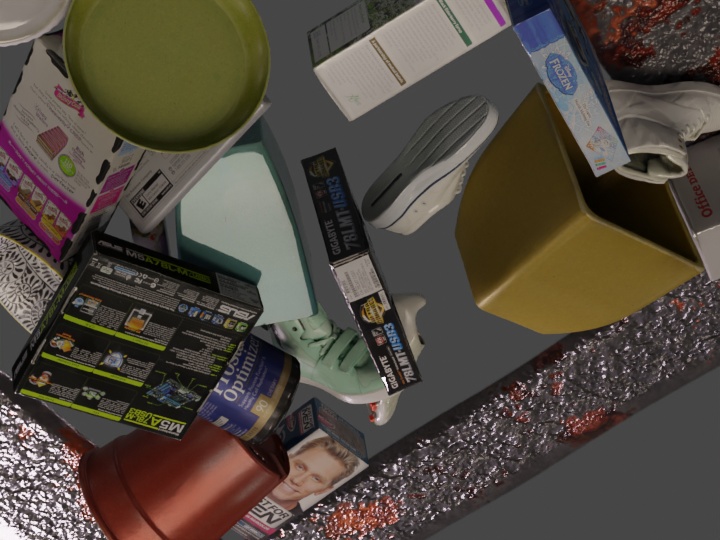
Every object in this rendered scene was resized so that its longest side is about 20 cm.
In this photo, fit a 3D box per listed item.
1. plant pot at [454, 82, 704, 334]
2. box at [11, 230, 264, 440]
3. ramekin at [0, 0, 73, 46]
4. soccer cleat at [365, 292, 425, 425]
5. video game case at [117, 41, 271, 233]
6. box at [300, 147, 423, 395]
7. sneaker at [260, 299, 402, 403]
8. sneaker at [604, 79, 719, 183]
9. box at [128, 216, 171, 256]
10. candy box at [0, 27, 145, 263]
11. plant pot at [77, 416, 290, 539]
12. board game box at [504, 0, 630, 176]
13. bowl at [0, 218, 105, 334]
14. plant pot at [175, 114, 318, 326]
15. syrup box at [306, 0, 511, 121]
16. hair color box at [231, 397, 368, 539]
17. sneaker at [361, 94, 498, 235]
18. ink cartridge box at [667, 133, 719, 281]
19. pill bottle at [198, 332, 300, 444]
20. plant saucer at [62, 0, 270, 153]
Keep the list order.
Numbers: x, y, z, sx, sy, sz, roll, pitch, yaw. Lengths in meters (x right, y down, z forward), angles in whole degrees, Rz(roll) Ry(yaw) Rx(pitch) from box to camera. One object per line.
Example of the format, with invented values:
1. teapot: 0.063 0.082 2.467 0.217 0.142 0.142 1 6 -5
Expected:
1. plant pot: 0.214 -0.043 1.603 0.193 0.196 0.200 21 130 -35
2. box: -0.230 0.072 1.521 0.199 0.048 0.194 19 120 -28
3. ramekin: -0.346 -0.305 1.374 0.198 0.105 0.201 -4 129 -5
4. soccer cleat: 0.041 0.111 1.787 0.077 0.069 0.201 -13 133 -20
5. video game case: -0.212 -0.169 1.486 0.200 0.022 0.183 -43 82 24
6. box: 0.000 0.000 1.605 0.049 0.201 0.199 -20 129 1
7. sneaker: -0.033 0.083 1.698 0.199 0.074 0.119 8 134 36
8. sneaker: 0.335 -0.141 1.577 0.199 0.116 0.074 -3 144 -25
9. box: -0.235 -0.037 1.644 0.038 0.042 0.201 -6 130 -4
10. candy box: -0.293 -0.125 1.476 0.136 0.061 0.200 46 131 11
11. plant pot: -0.203 0.245 1.788 0.195 0.201 0.201 -37 125 10
12. board game box: 0.195 -0.227 1.454 0.043 0.201 0.199 -24 128 16
13. bowl: -0.319 0.005 1.609 0.200 0.094 0.201 30 149 20
14. plant pot: -0.133 -0.060 1.584 0.140 0.142 0.201 -9 119 -1
15. syrup box: 0.050 -0.247 1.495 0.199 0.079 0.082 -29 126 14
16. hair color box: -0.097 0.259 1.886 0.200 0.061 0.100 -38 124 20
17. sneaker: 0.086 -0.115 1.620 0.071 0.073 0.200 20 130 -41
18. ink cartridge box: 0.452 -0.094 1.633 0.199 0.145 0.084 -22 129 10
19. pill bottle: -0.176 0.105 1.660 0.199 0.112 0.112 29 119 -16
20. plant saucer: -0.184 -0.204 1.395 0.199 0.202 0.031 11 165 -17
